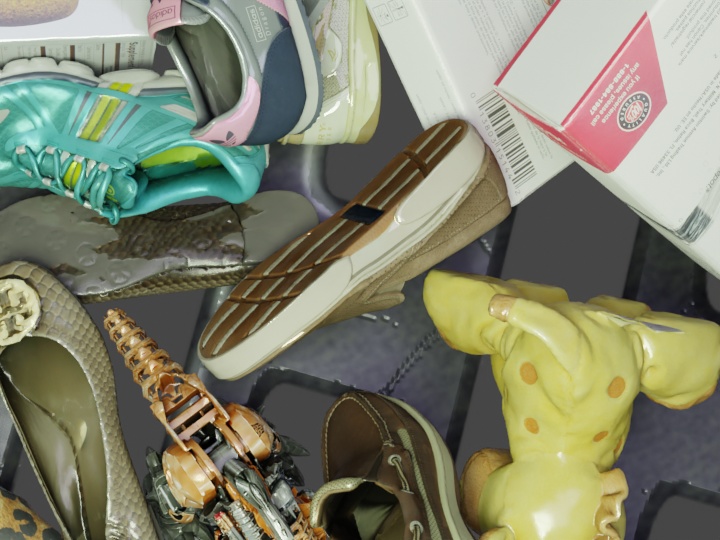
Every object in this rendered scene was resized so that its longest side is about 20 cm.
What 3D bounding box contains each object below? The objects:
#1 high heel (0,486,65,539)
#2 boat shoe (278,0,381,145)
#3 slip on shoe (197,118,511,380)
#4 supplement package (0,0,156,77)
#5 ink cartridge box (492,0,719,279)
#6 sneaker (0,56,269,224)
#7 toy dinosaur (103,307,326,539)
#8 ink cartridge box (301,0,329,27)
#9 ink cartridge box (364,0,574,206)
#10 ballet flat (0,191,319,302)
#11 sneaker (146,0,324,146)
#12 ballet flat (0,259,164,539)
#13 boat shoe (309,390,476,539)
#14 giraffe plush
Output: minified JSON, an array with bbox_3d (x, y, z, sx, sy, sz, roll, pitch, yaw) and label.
[{"bbox_3d":[-0.208,0.076,0.998,0.199,0.071,0.143,33,71,-2],"label":"high heel"},{"bbox_3d":[-0.028,-0.175,1.071,0.062,0.073,0.203,-3,87,-14],"label":"boat shoe"},{"bbox_3d":[0.000,0.000,0.993,0.200,0.076,0.061,-43,116,-13],"label":"slip on shoe"},{"bbox_3d":[-0.219,-0.165,1.017,0.198,0.110,0.115,-4,80,-10],"label":"supplement package"},{"bbox_3d":[0.197,-0.097,1.023,0.200,0.084,0.145,36,93,-34],"label":"ink cartridge box"},{"bbox_3d":[-0.148,-0.068,0.989,0.198,0.078,0.080,-3,50,-8],"label":"sneaker"},{"bbox_3d":[-0.069,0.107,0.977,0.101,0.136,0.202,-14,82,-10],"label":"toy dinosaur"},{"bbox_3d":[-0.064,-0.242,1.025,0.047,0.160,0.201,-4,55,-41],"label":"ink cartridge box"},{"bbox_3d":[0.088,-0.160,1.073,0.176,0.045,0.201,-34,104,-38],"label":"ink cartridge box"},{"bbox_3d":[-0.121,-0.012,1.036,0.198,0.046,0.068,-6,69,-6],"label":"ballet flat"},{"bbox_3d":[-0.086,-0.162,0.955,0.082,0.070,0.202,-23,90,-47],"label":"sneaker"},{"bbox_3d":[-0.160,0.090,0.971,0.067,0.046,0.202,-22,86,23],"label":"ballet flat"},{"bbox_3d":[0.010,0.121,0.938,0.074,0.203,0.075,25,107,-30],"label":"boat shoe"},{"bbox_3d":[0.113,0.097,0.992,0.171,0.200,0.164,10,94,-9],"label":"giraffe plush"}]
